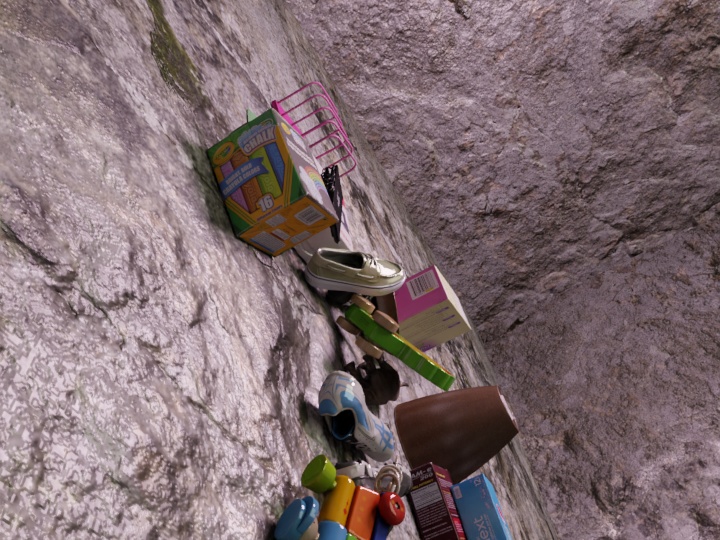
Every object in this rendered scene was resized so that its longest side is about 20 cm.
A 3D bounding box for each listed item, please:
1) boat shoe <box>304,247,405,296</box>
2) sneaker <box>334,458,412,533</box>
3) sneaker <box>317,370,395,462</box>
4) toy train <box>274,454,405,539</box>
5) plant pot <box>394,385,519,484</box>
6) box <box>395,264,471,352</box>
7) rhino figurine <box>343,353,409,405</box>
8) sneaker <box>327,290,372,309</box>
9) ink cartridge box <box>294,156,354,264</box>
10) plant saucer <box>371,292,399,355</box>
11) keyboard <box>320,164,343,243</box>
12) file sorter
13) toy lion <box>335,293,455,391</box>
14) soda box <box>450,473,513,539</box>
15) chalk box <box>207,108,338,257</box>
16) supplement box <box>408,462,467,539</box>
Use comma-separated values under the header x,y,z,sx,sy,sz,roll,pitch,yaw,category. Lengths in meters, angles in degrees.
x,y,z,sx,sy,sz,roll,pitch,yaw,category
0.000,0.000,1.095,0.198,0.062,0.072,1,48,-30,boat shoe
0.021,0.298,0.803,0.200,0.066,0.091,36,32,-58,sneaker
-0.008,0.220,0.869,0.073,0.071,0.201,-63,141,-33,sneaker
-0.016,0.240,0.670,0.116,0.084,0.201,46,30,-14,toy train
0.195,0.305,1.198,0.188,0.199,0.187,58,12,-20,plant pot
0.143,0.103,1.467,0.200,0.175,0.097,46,21,-54,box
0.038,0.193,1.102,0.088,0.060,0.200,59,13,15,rhino figurine
-0.008,0.041,1.203,0.089,0.074,0.200,59,13,-8,sneaker
-0.088,-0.111,1.160,0.145,0.084,0.201,52,16,-37,ink cartridge box
0.043,0.080,1.287,0.200,0.036,0.203,172,-90,-83,plant saucer
-0.057,-0.131,1.092,0.201,0.039,0.105,-91,173,-63,keyboard
-0.102,-0.314,1.443,0.139,0.124,0.201,47,20,-53,file sorter
0.068,0.131,1.059,0.191,0.069,0.200,35,-1,-21,toy lion
0.214,0.444,1.014,0.068,0.064,0.201,54,15,-46,soda box
-0.138,-0.146,0.938,0.202,0.123,0.125,67,13,22,chalk box
0.141,0.431,1.031,0.109,0.060,0.202,46,21,-56,supplement box
